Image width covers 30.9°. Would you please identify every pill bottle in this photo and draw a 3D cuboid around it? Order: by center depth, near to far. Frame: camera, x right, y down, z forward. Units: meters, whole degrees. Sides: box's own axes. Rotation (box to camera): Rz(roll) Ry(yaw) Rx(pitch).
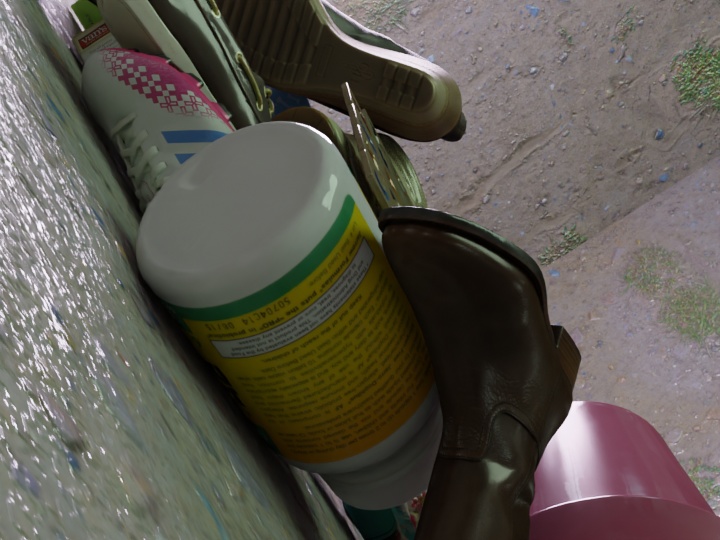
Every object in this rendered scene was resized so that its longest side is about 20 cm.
[{"bbox_3d":[-0.022,0.032,0.674,0.201,0.112,0.113,59,-1,-39],"label":"pill bottle"}]

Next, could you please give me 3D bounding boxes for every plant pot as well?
[{"bbox_3d":[0.141,0.184,0.781,0.201,0.198,0.180,59,16,-27],"label":"plant pot"}]

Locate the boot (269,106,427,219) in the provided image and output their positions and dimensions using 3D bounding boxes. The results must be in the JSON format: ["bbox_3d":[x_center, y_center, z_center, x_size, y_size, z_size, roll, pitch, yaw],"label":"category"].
[{"bbox_3d":[0.000,0.000,0.858,0.155,0.072,0.203,0,78,-69],"label":"boot"}]

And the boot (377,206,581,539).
[{"bbox_3d":[0.041,0.095,0.614,0.064,0.202,0.186,-1,-31,39],"label":"boot"}]

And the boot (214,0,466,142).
[{"bbox_3d":[-0.017,-0.145,0.932,0.198,0.073,0.166,28,4,8],"label":"boot"}]

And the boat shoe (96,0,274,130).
[{"bbox_3d":[-0.090,-0.113,0.837,0.071,0.060,0.201,10,-41,54],"label":"boat shoe"}]

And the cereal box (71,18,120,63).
[{"bbox_3d":[-0.130,-0.072,0.931,0.201,0.039,0.144,58,-1,35],"label":"cereal box"}]

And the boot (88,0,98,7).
[{"bbox_3d":[-0.151,-0.256,0.934,0.199,0.151,0.073,31,7,-20],"label":"boot"}]

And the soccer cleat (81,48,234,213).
[{"bbox_3d":[-0.105,-0.058,0.760,0.199,0.086,0.070,37,-37,16],"label":"soccer cleat"}]

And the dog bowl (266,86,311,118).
[{"bbox_3d":[-0.071,-0.062,0.981,0.112,0.049,0.202,51,-32,45],"label":"dog bowl"}]

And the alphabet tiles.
[{"bbox_3d":[0.032,-0.016,0.759,0.167,0.006,0.201,61,8,-28],"label":"alphabet tiles"}]

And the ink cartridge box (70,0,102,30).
[{"bbox_3d":[-0.143,-0.203,1.056,0.149,0.199,0.076,58,23,-5],"label":"ink cartridge box"}]

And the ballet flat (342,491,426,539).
[{"bbox_3d":[0.035,0.169,0.861,0.075,0.064,0.202,-22,-84,54],"label":"ballet flat"}]
